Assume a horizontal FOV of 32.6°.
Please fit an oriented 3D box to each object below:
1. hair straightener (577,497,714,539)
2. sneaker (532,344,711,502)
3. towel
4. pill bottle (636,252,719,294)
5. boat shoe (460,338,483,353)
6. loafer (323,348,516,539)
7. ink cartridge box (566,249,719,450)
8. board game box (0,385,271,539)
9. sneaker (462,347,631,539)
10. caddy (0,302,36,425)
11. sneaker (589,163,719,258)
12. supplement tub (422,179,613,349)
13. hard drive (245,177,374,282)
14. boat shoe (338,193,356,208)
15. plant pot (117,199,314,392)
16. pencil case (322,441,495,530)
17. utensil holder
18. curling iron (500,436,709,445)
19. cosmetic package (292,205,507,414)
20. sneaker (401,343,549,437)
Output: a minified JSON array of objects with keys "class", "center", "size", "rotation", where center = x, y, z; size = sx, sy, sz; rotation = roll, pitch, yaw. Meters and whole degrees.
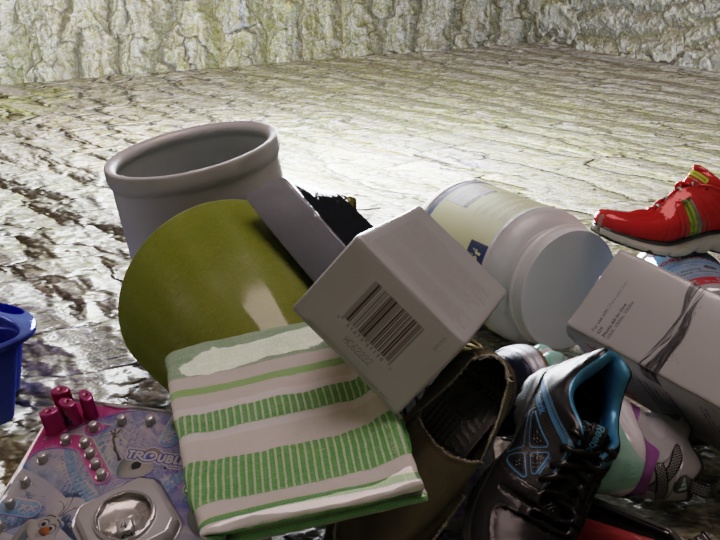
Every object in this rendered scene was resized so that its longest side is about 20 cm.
[{"class":"hair straightener","center":[0.232,0.190,0.842],"size":[0.199,0.041,0.077],"rotation":[7,17,36]},{"class":"sneaker","center":[0.206,0.131,0.979],"size":[0.139,0.078,0.200],"rotation":[17,17,-20]},{"class":"towel","center":[-0.049,0.098,0.823],"size":[0.151,0.024,0.200],"rotation":[-13,34,-7]},{"class":"pill bottle","center":[0.324,0.038,1.218],"size":[0.108,0.110,0.200],"rotation":[1,17,-1]},{"class":"boat shoe","center":[0.069,0.072,1.175],"size":[0.073,0.064,0.201],"rotation":[-5,18,-19]},{"class":"loafer","center":[0.040,0.129,0.825],"size":[0.075,0.201,0.070],"rotation":[30,-18,8]},{"class":"ink cartridge box","center":[0.279,0.081,0.964],"size":[0.200,0.084,0.146],"rotation":[31,-8,41]},{"class":"board game box","center":[-0.156,0.162,0.811],"size":[0.198,0.026,0.201],"rotation":[5,42,17]},{"class":"sneaker","center":[0.127,0.136,0.823],"size":[0.073,0.082,0.201],"rotation":[30,55,-13]},{"class":"caddy","center":[-0.385,0.073,1.077],"size":[0.198,0.106,0.141],"rotation":[-3,17,-11]},{"class":"sneaker","center":[0.317,-0.063,1.213],"size":[0.198,0.086,0.077],"rotation":[-3,17,-17]},{"class":"supplement tub","center":[0.157,-0.007,1.293],"size":[0.144,0.146,0.200],"rotation":[-9,20,-29]},{"class":"hard drive","center":[0.000,0.000,1.051],"size":[0.200,0.042,0.135],"rotation":[49,17,22]},{"class":"boat shoe","center":[-0.005,-0.002,1.225],"size":[0.068,0.200,0.072],"rotation":[-20,55,8]},{"class":"plant pot","center":[-0.086,0.065,1.038],"size":[0.186,0.188,0.200],"rotation":[-8,29,-26]},{"class":"pencil case","center":[0.001,0.147,0.904],"size":[0.198,0.084,0.091],"rotation":[2,27,1]},{"class":"utensil holder","center":[-0.143,-0.025,1.201],"size":[0.169,0.201,0.170],"rotation":[-10,21,4]},{"class":"curling iron","center":[0.217,0.135,1.045],"size":[0.198,0.026,0.050],"rotation":[1,21,0]},{"class":"cosmetic package","center":[0.035,0.021,0.878],"size":[0.101,0.071,0.200],"rotation":[45,17,5]},{"class":"sneaker","center":[0.066,0.108,0.979],"size":[0.108,0.071,0.200],"rotation":[-8,-8,-25]}]
